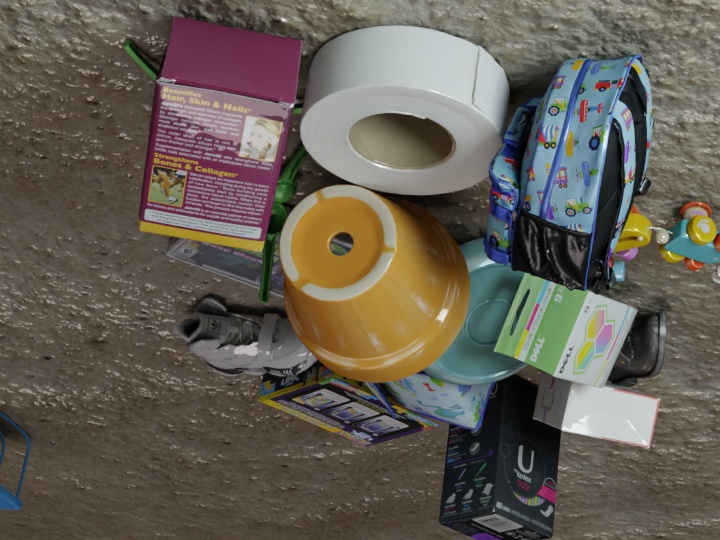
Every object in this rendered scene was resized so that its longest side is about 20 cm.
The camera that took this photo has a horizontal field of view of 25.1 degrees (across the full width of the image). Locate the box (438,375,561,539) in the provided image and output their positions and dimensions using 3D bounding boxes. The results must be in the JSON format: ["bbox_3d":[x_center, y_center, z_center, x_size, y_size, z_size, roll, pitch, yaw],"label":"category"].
[{"bbox_3d":[0.191,0.257,2.174,0.122,0.200,0.106,28,146,-35],"label":"box"}]

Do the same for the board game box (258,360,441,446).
[{"bbox_3d":[-0.011,0.174,2.228,0.200,0.057,0.165,27,149,-34],"label":"board game box"}]

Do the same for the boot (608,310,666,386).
[{"bbox_3d":[0.271,0.091,1.977,0.174,0.069,0.200,12,155,-9],"label":"boot"}]

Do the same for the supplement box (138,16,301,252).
[{"bbox_3d":[-0.138,-0.129,1.565,0.131,0.103,0.200,11,135,-6],"label":"supplement box"}]

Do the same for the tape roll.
[{"bbox_3d":[0.044,-0.152,1.565,0.202,0.071,0.203,7,153,3],"label":"tape roll"}]

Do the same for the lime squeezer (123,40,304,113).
[{"bbox_3d":[-0.150,-0.170,1.618,0.200,0.038,0.071,18,154,-15],"label":"lime squeezer"}]

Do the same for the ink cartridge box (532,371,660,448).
[{"bbox_3d":[0.292,0.174,2.053,0.116,0.068,0.200,12,179,-6],"label":"ink cartridge box"}]

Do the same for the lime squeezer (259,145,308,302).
[{"bbox_3d":[-0.092,-0.068,1.755,0.038,0.071,0.200,15,121,-7],"label":"lime squeezer"}]

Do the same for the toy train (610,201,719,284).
[{"bbox_3d":[0.314,-0.030,1.754,0.200,0.056,0.150,1,154,19],"label":"toy train"}]

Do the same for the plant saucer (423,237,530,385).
[{"bbox_3d":[0.146,0.054,1.854,0.200,0.027,0.200,-8,122,-14],"label":"plant saucer"}]

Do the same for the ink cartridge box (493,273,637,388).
[{"bbox_3d":[0.235,0.067,1.831,0.059,0.104,0.200,25,-177,32],"label":"ink cartridge box"}]

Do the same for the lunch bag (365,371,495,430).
[{"bbox_3d":[0.056,0.106,2.019,0.200,0.128,0.170,15,157,25],"label":"lunch bag"}]

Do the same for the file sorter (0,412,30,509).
[{"bbox_3d":[-0.645,0.298,2.564,0.200,0.123,0.139,-1,152,17],"label":"file sorter"}]

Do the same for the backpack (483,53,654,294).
[{"bbox_3d":[0.198,-0.107,1.505,0.134,0.183,0.200,15,139,15],"label":"backpack"}]

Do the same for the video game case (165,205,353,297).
[{"bbox_3d":[-0.104,-0.024,1.905,0.200,0.023,0.182,21,150,-24],"label":"video game case"}]

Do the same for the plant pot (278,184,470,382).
[{"bbox_3d":[0.000,0.000,1.696,0.200,0.201,0.183,0,163,16],"label":"plant pot"}]

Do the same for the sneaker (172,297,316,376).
[{"bbox_3d":[-0.145,0.085,2.069,0.200,0.075,0.115,-9,151,36],"label":"sneaker"}]
